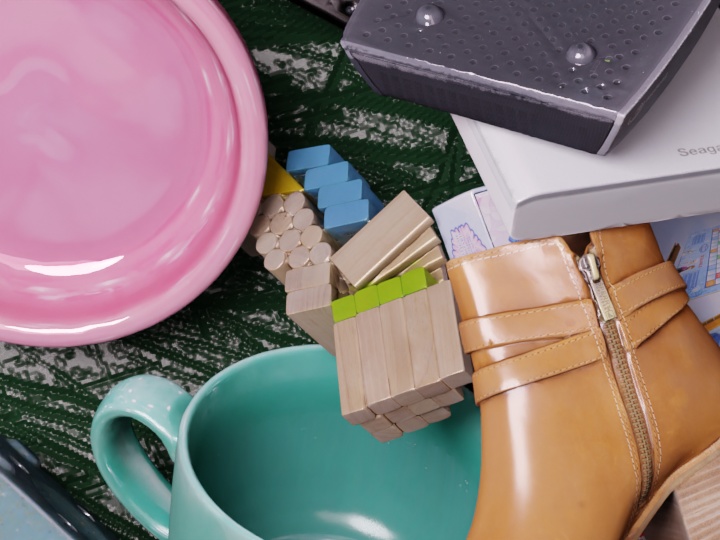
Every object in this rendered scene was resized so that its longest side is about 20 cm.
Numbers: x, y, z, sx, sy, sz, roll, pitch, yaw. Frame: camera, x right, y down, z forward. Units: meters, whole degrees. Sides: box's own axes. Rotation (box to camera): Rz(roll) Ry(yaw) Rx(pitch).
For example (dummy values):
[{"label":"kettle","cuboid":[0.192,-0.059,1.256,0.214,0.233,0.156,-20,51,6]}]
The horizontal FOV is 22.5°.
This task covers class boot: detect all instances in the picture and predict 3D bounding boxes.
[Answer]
[{"label":"boot","cuboid":[0.067,0.067,0.716,0.200,0.077,0.155,-21,91,-20]}]

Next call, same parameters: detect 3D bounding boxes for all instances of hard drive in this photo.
[{"label":"hard drive","cuboid":[0.091,-0.131,0.759,0.135,0.042,0.200,17,52,21]},{"label":"hard drive","cuboid":[0.095,-0.097,0.784,0.132,0.027,0.200,-9,47,-13]}]

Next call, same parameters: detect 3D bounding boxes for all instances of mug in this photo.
[{"label":"mug","cuboid":[-0.020,0.115,0.825,0.152,0.185,0.114,-16,131,-31]}]

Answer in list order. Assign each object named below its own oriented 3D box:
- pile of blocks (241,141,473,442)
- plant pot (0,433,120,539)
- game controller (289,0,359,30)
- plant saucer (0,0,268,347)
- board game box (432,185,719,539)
[{"label":"pile of blocks","cuboid":[0.000,0.000,0.829,0.082,0.062,0.200,-40,51,4]},{"label":"plant pot","cuboid":[-0.192,0.182,0.805,0.196,0.196,0.200,43,85,1]},{"label":"game controller","cuboid":[0.013,-0.161,0.864,0.200,0.042,0.104,27,92,-7]},{"label":"plant saucer","cuboid":[-0.141,-0.064,0.811,0.200,0.051,0.201,0,115,0]},{"label":"board game box","cuboid":[0.155,0.033,0.826,0.200,0.041,0.200,-19,89,-28]}]
